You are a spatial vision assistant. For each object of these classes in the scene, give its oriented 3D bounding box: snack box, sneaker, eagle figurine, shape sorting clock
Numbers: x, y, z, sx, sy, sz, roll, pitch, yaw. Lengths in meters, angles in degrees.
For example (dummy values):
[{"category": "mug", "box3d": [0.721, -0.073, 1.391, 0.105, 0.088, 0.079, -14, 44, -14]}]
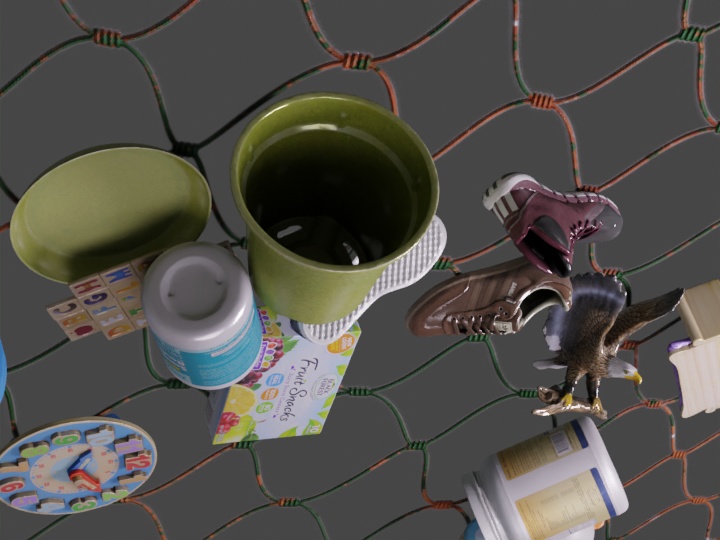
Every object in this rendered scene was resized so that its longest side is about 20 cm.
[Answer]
[{"category": "snack box", "box3d": [-0.094, 0.121, 1.796, 0.142, 0.053, 0.200, -5, 141, -23]}, {"category": "sneaker", "box3d": [0.227, -0.033, 1.703, 0.200, 0.116, 0.076, 11, 133, -35]}, {"category": "sneaker", "box3d": [0.000, 0.000, 1.678, 0.200, 0.079, 0.079, -37, 111, -15]}, {"category": "sneaker", "box3d": [0.151, 0.042, 1.796, 0.200, 0.076, 0.071, -23, 144, 2]}, {"category": "eagle figurine", "box3d": [0.301, 0.089, 1.913, 0.152, 0.151, 0.201, -33, 142, -72]}, {"category": "shape sorting clock", "box3d": [-0.342, 0.238, 1.833, 0.199, 0.039, 0.200, -15, 143, -11]}]

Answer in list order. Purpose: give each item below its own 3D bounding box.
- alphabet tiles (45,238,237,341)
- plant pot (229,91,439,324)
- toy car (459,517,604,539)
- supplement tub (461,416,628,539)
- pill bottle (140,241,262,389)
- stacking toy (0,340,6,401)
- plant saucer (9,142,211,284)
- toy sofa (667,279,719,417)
[{"category": "alphabet tiles", "box3d": [-0.223, 0.022, 1.611, 0.199, 0.006, 0.166, -20, 158, -3]}, {"category": "plant pot", "box3d": [-0.039, -0.043, 1.522, 0.200, 0.201, 0.184, -9, 153, -16]}, {"category": "toy car", "box3d": [0.266, 0.389, 2.263, 0.200, 0.177, 0.184, -47, 160, -13]}, {"category": "supplement tub", "box3d": [0.253, 0.302, 2.116, 0.200, 0.145, 0.145, -23, 144, 4]}, {"category": "pill bottle", "box3d": [-0.160, 0.056, 1.590, 0.110, 0.111, 0.200, -17, 157, -5]}, {"category": "stacking toy", "box3d": [-0.474, 0.107, 1.570, 0.199, 0.116, 0.110, -15, 142, 12]}, {"category": "plant saucer", "box3d": [-0.247, -0.060, 1.512, 0.199, 0.031, 0.200, -14, 143, -11]}, {"category": "toy sofa", "box3d": [0.446, 0.106, 2.014, 0.097, 0.083, 0.200, -19, 144, 6]}]
